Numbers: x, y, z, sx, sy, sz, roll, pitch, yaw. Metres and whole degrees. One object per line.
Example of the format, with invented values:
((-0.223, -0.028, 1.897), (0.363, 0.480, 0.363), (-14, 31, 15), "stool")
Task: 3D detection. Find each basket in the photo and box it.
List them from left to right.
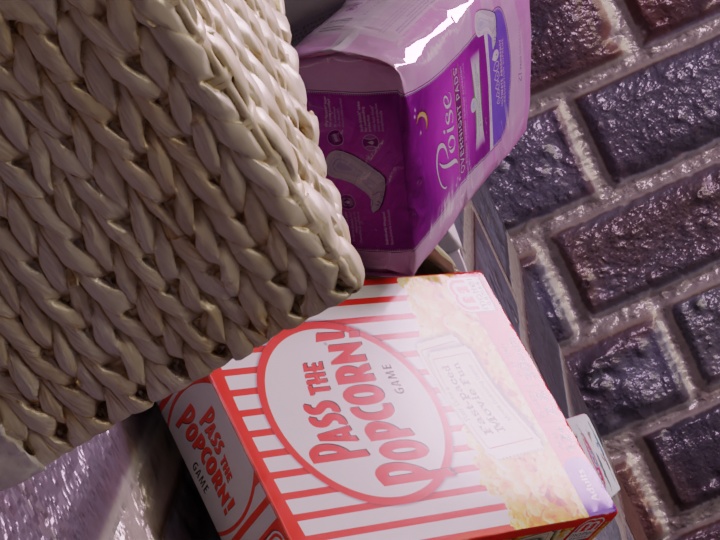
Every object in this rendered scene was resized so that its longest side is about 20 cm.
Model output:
((-0.115, -0.071, 0.705), (0.200, 0.160, 0.199), (59, 10, -49), "basket")

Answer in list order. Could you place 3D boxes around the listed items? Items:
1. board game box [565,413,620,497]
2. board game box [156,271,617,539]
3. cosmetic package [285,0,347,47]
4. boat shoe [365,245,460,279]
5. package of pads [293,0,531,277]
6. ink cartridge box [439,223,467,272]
((0.087, 0.149, 1.376), (0.200, 0.147, 0.065), (9, 59, -80), "board game box")
((0.008, 0.078, 0.994), (0.199, 0.046, 0.152), (-5, 55, -40), "board game box")
((-0.088, -0.211, 1.207), (0.201, 0.164, 0.165), (66, 10, 2), "cosmetic package")
((0.004, -0.005, 1.140), (0.202, 0.075, 0.075), (23, 18, -49), "boat shoe")
((0.028, -0.092, 1.086), (0.200, 0.075, 0.121), (-49, 138, -54), "package of pads")
((-0.006, -0.054, 1.445), (0.067, 0.115, 0.201), (55, 14, -56), "ink cartridge box")
